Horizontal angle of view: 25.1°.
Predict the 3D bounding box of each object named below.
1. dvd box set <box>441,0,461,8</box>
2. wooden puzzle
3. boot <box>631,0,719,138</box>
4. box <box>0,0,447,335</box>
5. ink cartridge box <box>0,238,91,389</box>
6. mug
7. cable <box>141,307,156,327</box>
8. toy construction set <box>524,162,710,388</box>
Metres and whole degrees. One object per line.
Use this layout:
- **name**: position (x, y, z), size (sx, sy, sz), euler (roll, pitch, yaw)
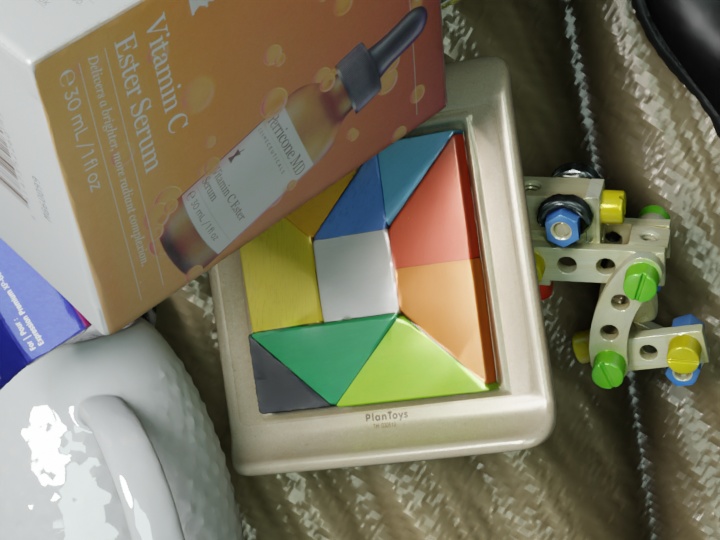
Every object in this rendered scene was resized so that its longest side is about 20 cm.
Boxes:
- **dvd box set**: position (0.002, -0.180, 0.780), size (0.199, 0.030, 0.147), euler (-21, 136, 12)
- **wooden puzzle**: position (0.000, 0.000, 0.838), size (0.184, 0.037, 0.201), euler (-8, 85, 24)
- **boot**: position (0.223, -0.105, 0.834), size (0.079, 0.158, 0.212), euler (-33, 98, 0)
- **box**: position (-0.071, -0.100, 0.685), size (0.200, 0.106, 0.153), euler (-36, 143, -23)
- **ink cartridge box**: position (-0.151, -0.022, 0.796), size (0.037, 0.200, 0.095), euler (-26, 101, 22)
- **mug**: position (-0.128, 0.119, 0.815), size (0.147, 0.200, 0.176), euler (-13, 97, -22)
- **cable**: position (-0.213, 0.016, 0.869), size (0.199, 0.050, 0.098), euler (24, 99, -7)
- **toy construction set**: position (0.090, 0.011, 0.879), size (0.199, 0.092, 0.132), euler (-5, 122, 3)
